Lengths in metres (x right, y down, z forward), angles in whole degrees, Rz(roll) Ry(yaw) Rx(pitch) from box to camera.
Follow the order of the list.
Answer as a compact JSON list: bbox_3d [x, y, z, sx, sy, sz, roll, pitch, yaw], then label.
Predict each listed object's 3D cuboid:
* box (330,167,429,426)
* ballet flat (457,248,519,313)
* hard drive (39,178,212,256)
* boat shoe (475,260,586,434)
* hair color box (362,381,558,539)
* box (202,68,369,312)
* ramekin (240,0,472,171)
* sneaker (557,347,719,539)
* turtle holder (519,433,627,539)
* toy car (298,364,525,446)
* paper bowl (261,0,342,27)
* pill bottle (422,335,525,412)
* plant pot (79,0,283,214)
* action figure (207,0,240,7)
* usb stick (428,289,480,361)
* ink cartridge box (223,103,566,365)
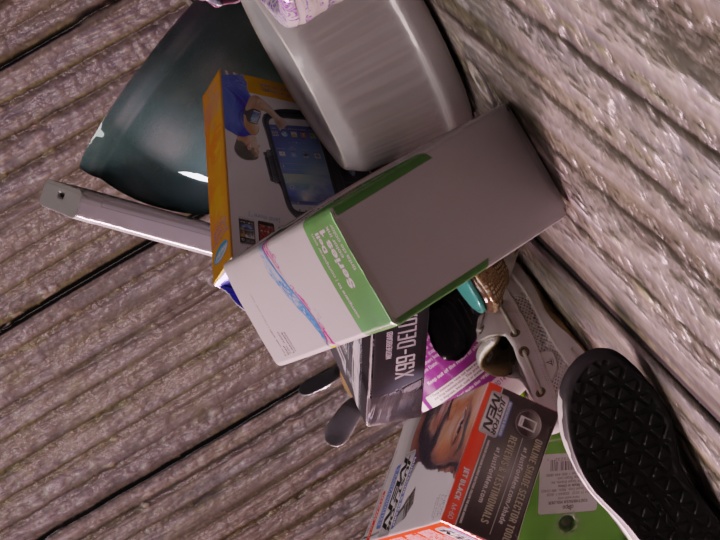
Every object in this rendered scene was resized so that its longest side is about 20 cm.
[{"bbox_3d":[0.000,0.000,1.400,0.200,0.050,0.158,-117,24,-49],"label":"box"},{"bbox_3d":[0.081,-0.023,1.319,0.071,0.065,0.200,67,172,-24],"label":"ballet flat"},{"bbox_3d":[-0.157,-0.035,1.468,0.200,0.026,0.132,15,-179,-24],"label":"hard drive"},{"bbox_3d":[0.118,0.051,1.357,0.200,0.069,0.071,54,173,49],"label":"boat shoe"},{"bbox_3d":[0.071,0.159,1.323,0.064,0.111,0.200,25,161,-11],"label":"hair color box"},{"bbox_3d":[-0.050,-0.050,1.272,0.041,0.119,0.200,-54,34,44],"label":"box"},{"bbox_3d":[-0.011,-0.161,1.228,0.203,0.094,0.202,59,176,7],"label":"ramekin"},{"bbox_3d":[0.181,0.134,1.177,0.200,0.072,0.083,61,177,-20],"label":"sneaker"},{"bbox_3d":[0.160,0.202,1.425,0.186,0.141,0.132,61,175,-19],"label":"turtle holder"},{"bbox_3d":[0.039,0.107,1.815,0.158,0.200,0.164,63,175,-38],"label":"toy car"},{"bbox_3d":[-0.046,-0.245,0.973,0.201,0.104,0.201,59,177,5],"label":"paper bowl"},{"bbox_3d":[0.061,0.049,1.603,0.200,0.112,0.112,52,176,0],"label":"pill bottle"},{"bbox_3d":[-0.122,-0.125,1.472,0.134,0.200,0.200,38,177,-3],"label":"plant pot"},{"bbox_3d":[-0.130,-0.293,1.372,0.134,0.149,0.200,77,-163,-48],"label":"action figure"},{"bbox_3d":[0.085,0.028,1.462,0.200,0.033,0.056,-45,-64,-74],"label":"usb stick"},{"bbox_3d":[0.016,-0.019,1.133,0.084,0.145,0.200,59,155,-4],"label":"ink cartridge box"}]
